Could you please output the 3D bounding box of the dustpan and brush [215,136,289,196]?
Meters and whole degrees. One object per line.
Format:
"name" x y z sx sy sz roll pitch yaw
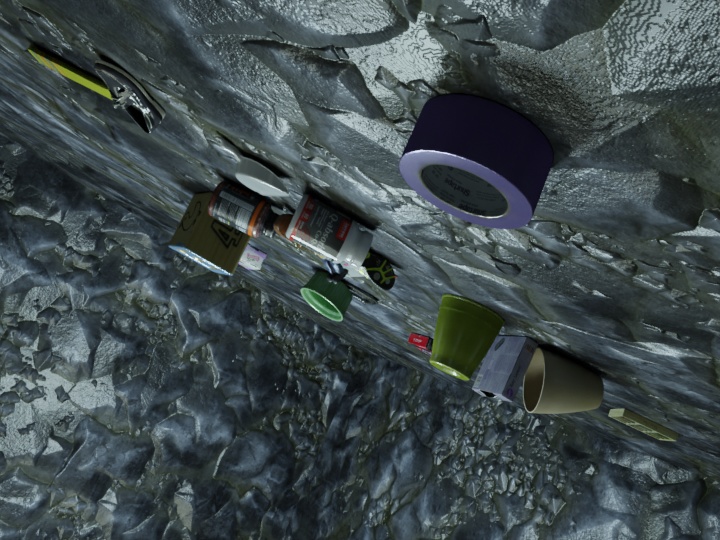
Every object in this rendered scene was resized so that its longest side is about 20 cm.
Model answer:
"dustpan and brush" -0.264 -0.242 1.405 0.198 0.059 0.138 27 169 -40

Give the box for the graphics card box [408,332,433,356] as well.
"graphics card box" 0.316 0.344 2.645 0.198 0.052 0.124 33 166 -32

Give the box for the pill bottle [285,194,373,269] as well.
"pill bottle" -0.074 -0.090 1.462 0.196 0.118 0.116 27 168 -8

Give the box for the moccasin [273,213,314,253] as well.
"moccasin" -0.172 -0.099 1.706 0.077 0.074 0.201 34 175 37

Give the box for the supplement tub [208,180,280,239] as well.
"supplement tub" -0.323 -0.164 1.700 0.196 0.109 0.107 26 168 -1

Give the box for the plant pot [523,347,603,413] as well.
"plant pot" 0.603 0.341 1.773 0.194 0.193 0.188 11 168 -1

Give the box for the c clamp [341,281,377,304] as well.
"c clamp" -0.026 0.085 2.343 0.197 0.028 0.171 30 163 -8

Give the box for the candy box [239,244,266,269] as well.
"candy box" -0.508 -0.073 2.563 0.166 0.073 0.199 31 168 -22

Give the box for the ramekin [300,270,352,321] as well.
"ramekin" -0.125 0.094 2.312 0.197 0.099 0.201 30 158 13

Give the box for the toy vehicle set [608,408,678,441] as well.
"toy vehicle set" 0.988 0.540 2.106 0.196 0.027 0.125 25 168 7

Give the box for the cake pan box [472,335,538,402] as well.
"cake pan box" 0.433 0.296 1.823 0.052 0.203 0.184 31 165 -12

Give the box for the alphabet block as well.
"alphabet block" -0.491 -0.122 2.006 0.195 0.204 0.193 32 165 -33

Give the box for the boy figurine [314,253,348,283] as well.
"boy figurine" -0.106 -0.059 1.661 0.123 0.064 0.202 19 148 55

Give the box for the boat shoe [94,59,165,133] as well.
"boat shoe" -0.503 -0.372 1.302 0.071 0.064 0.200 19 166 27

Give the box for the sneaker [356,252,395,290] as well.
"sneaker" 0.020 -0.020 1.700 0.199 0.076 0.076 42 171 -19

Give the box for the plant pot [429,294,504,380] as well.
"plant pot" 0.291 0.203 1.744 0.196 0.197 0.201 24 169 5

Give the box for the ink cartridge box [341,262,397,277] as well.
"ink cartridge box" 0.000 0.000 1.871 0.171 0.044 0.199 32 167 -19

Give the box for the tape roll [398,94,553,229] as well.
"tape roll" 0.156 -0.144 0.826 0.196 0.087 0.200 26 168 6

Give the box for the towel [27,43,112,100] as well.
"towel" -0.666 -0.458 1.403 0.196 0.018 0.086 27 174 -7
